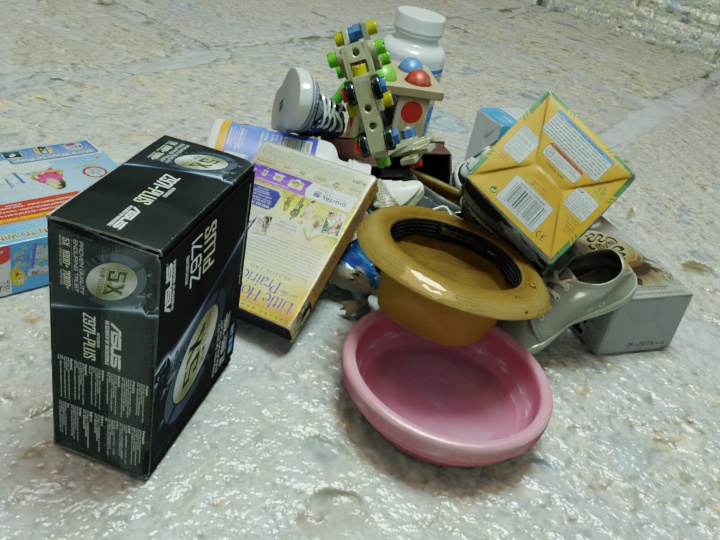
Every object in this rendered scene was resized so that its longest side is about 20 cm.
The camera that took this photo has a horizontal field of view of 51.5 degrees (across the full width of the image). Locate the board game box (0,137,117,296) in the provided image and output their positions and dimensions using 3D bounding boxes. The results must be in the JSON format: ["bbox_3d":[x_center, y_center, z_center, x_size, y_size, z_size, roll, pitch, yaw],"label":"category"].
[{"bbox_3d":[-0.340,-0.067,0.799,0.198,0.057,0.195,-18,43,-41],"label":"board game box"}]

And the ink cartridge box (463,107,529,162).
[{"bbox_3d":[0.265,-0.189,1.178,0.196,0.118,0.067,-6,35,-29],"label":"ink cartridge box"}]

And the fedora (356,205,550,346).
[{"bbox_3d":[0.080,0.013,0.713,0.196,0.083,0.202,18,27,-9],"label":"fedora"}]

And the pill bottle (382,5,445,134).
[{"bbox_3d":[0.078,-0.324,1.238,0.109,0.204,0.113,9,30,-5],"label":"pill bottle"}]

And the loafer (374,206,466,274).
[{"bbox_3d":[0.100,-0.038,0.906,0.197,0.069,0.076,-20,43,-33],"label":"loafer"}]

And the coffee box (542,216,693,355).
[{"bbox_3d":[0.284,0.005,0.908,0.111,0.081,0.201,-3,35,-24],"label":"coffee box"}]

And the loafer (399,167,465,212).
[{"bbox_3d":[0.140,-0.082,0.999,0.195,0.074,0.073,10,30,-7],"label":"loafer"}]

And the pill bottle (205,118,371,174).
[{"bbox_3d":[-0.089,-0.110,0.914,0.195,0.114,0.113,11,30,-4],"label":"pill bottle"}]

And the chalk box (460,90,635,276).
[{"bbox_3d":[0.192,-0.077,0.813,0.125,0.124,0.200,46,-1,9],"label":"chalk box"}]

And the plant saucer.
[{"bbox_3d":[0.076,0.108,0.689,0.196,0.052,0.202,9,31,-6],"label":"plant saucer"}]

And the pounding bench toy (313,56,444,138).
[{"bbox_3d":[0.007,-0.243,1.124,0.195,0.159,0.125,5,31,-13],"label":"pounding bench toy"}]

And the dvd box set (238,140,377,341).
[{"bbox_3d":[-0.086,-0.038,0.779,0.144,0.030,0.202,19,60,18],"label":"dvd box set"}]

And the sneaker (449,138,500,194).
[{"bbox_3d":[0.233,-0.131,1.036,0.195,0.130,0.081,12,65,-15],"label":"sneaker"}]

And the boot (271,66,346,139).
[{"bbox_3d":[-0.053,-0.201,0.921,0.088,0.075,0.200,6,6,-15],"label":"boot"}]

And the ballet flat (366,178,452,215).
[{"bbox_3d":[0.063,-0.049,0.828,0.201,0.075,0.068,50,9,19],"label":"ballet flat"}]

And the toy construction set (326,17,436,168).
[{"bbox_3d":[0.019,-0.208,0.934,0.091,0.202,0.132,-27,16,11],"label":"toy construction set"}]

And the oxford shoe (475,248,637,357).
[{"bbox_3d":[0.196,0.033,0.782,0.197,0.058,0.076,-26,40,-1],"label":"oxford shoe"}]

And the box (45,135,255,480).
[{"bbox_3d":[-0.159,0.023,0.583,0.084,0.204,0.164,17,30,7],"label":"box"}]

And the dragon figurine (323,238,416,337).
[{"bbox_3d":[0.000,0.000,0.823,0.197,0.060,0.099,25,33,21],"label":"dragon figurine"}]

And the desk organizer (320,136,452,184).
[{"bbox_3d":[0.040,-0.135,1.048,0.196,0.073,0.077,-2,36,-24],"label":"desk organizer"}]
